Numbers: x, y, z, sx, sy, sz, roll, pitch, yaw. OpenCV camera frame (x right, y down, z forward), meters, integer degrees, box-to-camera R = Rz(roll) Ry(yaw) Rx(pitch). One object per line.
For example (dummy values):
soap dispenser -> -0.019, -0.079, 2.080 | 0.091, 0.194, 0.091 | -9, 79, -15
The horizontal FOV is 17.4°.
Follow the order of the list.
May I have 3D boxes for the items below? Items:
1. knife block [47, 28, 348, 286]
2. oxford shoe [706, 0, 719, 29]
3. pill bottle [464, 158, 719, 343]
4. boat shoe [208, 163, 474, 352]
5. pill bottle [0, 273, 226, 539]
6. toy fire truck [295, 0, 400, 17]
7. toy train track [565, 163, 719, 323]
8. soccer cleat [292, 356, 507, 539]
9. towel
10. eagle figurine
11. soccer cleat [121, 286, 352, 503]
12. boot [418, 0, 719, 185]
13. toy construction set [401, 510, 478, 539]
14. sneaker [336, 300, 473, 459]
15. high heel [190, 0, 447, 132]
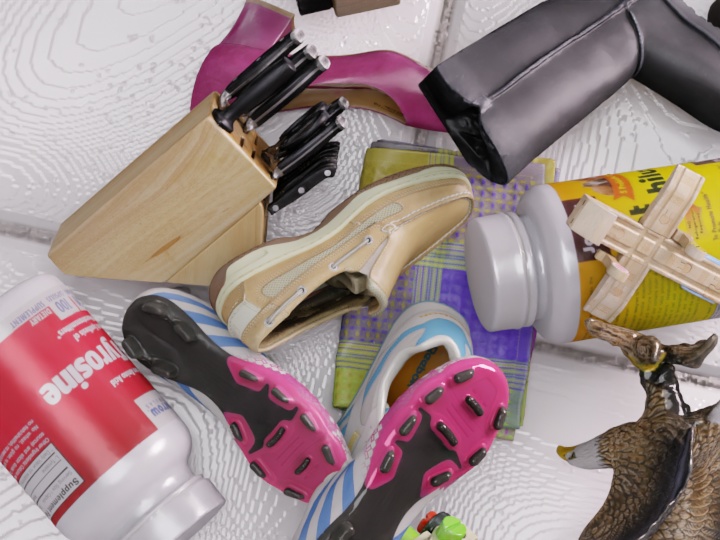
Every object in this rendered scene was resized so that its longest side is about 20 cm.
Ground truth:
knife block -> -0.109, -0.080, 1.609 | 0.199, 0.064, 0.177 | 4, 110, 0
oxford shoe -> 0.314, -0.106, 1.654 | 0.071, 0.071, 0.201 | -18, 88, -29
pill bottle -> 0.176, -0.012, 1.603 | 0.199, 0.109, 0.110 | -9, 83, -11
boat shoe -> 0.000, 0.000, 1.593 | 0.199, 0.072, 0.076 | -30, 51, -12
pill bottle -> -0.187, 0.109, 1.594 | 0.112, 0.112, 0.200 | -41, 84, -5
toy fire truck -> -0.032, -0.287, 1.593 | 0.128, 0.200, 0.177 | -11, 68, -2
toy train track -> 0.223, 0.005, 1.542 | 0.199, 0.033, 0.115 | 25, 106, -25
soccer cleat -> 0.013, 0.133, 1.521 | 0.070, 0.086, 0.200 | 44, 77, -22
towel -> 0.059, 0.010, 1.656 | 0.143, 0.023, 0.201 | 10, 82, 0
eagle figurine -> 0.190, 0.143, 1.576 | 0.151, 0.151, 0.201 | 7, 81, -18
soccer cleat -> -0.073, 0.077, 1.608 | 0.200, 0.086, 0.070 | 41, 113, 11
boot -> 0.161, -0.118, 1.615 | 0.200, 0.066, 0.165 | -33, 71, -32
toy construction set -> 0.026, 0.232, 1.557 | 0.092, 0.131, 0.200 | 51, 128, 10
sneaker -> 0.017, 0.120, 1.599 | 0.076, 0.081, 0.201 | 19, 101, -4
high heel -> -0.018, -0.115, 1.644 | 0.199, 0.067, 0.096 | 25, 73, 8
